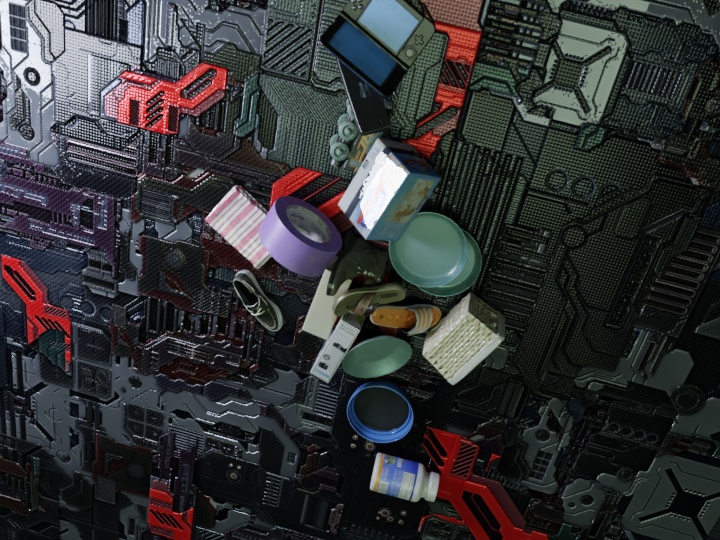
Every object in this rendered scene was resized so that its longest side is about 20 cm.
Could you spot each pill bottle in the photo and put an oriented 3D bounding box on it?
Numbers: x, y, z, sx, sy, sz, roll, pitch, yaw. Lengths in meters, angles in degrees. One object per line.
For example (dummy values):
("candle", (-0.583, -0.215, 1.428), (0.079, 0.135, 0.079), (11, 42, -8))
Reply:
("pill bottle", (0.133, 0.627, 1.979), (0.196, 0.113, 0.114), (13, 118, 3))

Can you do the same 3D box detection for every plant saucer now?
("plant saucer", (0.170, -0.055, 1.651), (0.196, 0.028, 0.204), (4, 117, 8))
("plant saucer", (0.212, -0.029, 1.694), (0.196, 0.028, 0.204), (4, 116, 8))
("plant saucer", (0.043, 0.228, 1.811), (0.197, 0.039, 0.203), (-8, 143, -6))

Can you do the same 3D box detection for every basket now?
("basket", (0.268, 0.173, 1.724), (0.123, 0.136, 0.200), (40, 116, -6))

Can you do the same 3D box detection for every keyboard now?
("keyboard", (0.027, -0.412, 1.494), (0.125, 0.021, 0.204), (-16, 83, -9))

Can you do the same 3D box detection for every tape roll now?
("tape roll", (-0.148, -0.086, 1.635), (0.198, 0.201, 0.085), (35, 116, -8))

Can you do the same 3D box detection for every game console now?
("game console", (0.040, -0.515, 1.438), (0.199, 0.119, 0.171), (37, 117, -9))

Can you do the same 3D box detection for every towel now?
("towel", (-0.299, -0.111, 1.747), (0.200, 0.030, 0.146), (44, 116, -12))

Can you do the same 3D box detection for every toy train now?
("toy train", (0.000, -0.327, 1.563), (0.112, 0.086, 0.202), (19, 115, -15))

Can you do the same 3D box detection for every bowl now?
("bowl", (0.059, 0.412, 1.929), (0.196, 0.040, 0.204), (4, 116, 9))

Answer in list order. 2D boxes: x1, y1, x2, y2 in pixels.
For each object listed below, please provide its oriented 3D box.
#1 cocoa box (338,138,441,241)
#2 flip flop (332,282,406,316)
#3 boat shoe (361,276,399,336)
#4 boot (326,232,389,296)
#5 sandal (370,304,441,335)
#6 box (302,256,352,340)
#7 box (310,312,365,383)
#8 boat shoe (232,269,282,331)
("cocoa box", (0.067, -0.186, 1.559), (0.132, 0.132, 0.201), (51, 121, 29))
("flip flop", (0.022, 0.084, 1.681), (0.196, 0.058, 0.082), (-11, 146, 6))
("boat shoe", (0.054, 0.101, 1.766), (0.070, 0.063, 0.203), (-15, 113, 15))
("boot", (0.000, 0.000, 1.657), (0.129, 0.202, 0.068), (25, 144, 1))
("sandal", (0.125, 0.136, 1.735), (0.202, 0.059, 0.081), (2, 119, -20))
("box", (-0.083, 0.073, 1.761), (0.076, 0.095, 0.202), (22, 119, -2))
("box", (-0.058, 0.194, 1.801), (0.059, 0.117, 0.202), (29, 116, -2))
("boat shoe", (-0.289, 0.095, 1.825), (0.070, 0.064, 0.202), (-27, 108, 21))
